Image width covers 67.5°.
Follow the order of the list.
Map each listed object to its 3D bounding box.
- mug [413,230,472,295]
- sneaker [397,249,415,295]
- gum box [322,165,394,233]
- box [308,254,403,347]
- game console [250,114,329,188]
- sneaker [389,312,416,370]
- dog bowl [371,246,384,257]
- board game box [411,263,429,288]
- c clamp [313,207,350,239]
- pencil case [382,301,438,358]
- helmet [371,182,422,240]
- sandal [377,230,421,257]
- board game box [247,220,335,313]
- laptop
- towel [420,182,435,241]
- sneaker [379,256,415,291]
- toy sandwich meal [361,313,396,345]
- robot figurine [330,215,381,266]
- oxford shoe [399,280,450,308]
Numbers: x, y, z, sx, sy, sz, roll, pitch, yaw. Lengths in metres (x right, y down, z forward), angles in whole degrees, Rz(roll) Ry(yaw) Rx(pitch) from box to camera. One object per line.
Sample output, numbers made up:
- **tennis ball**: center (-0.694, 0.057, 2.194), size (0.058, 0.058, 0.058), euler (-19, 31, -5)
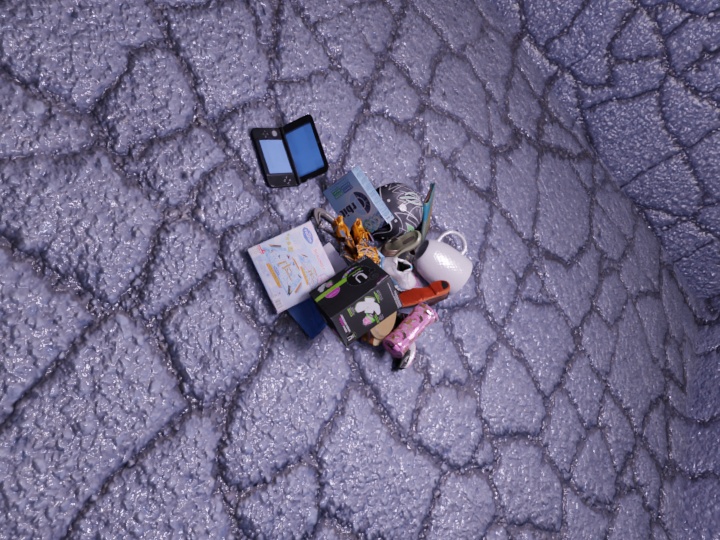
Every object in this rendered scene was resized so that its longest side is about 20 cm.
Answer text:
- **mug**: center (0.285, -0.043, 1.848), size (0.175, 0.148, 0.201), euler (34, 91, -18)
- **sneaker**: center (0.141, 0.001, 1.805), size (0.075, 0.106, 0.201), euler (3, 70, -56)
- **gum box**: center (-0.009, -0.212, 1.736), size (0.045, 0.170, 0.201), euler (-41, 99, -40)
- **box**: center (-0.013, 0.081, 1.493), size (0.199, 0.148, 0.125), euler (-34, 129, -12)
- **game console**: center (-0.219, -0.372, 1.665), size (0.170, 0.118, 0.201), euler (-13, 80, -42)
- **sneaker**: center (0.128, 0.226, 1.747), size (0.086, 0.080, 0.201), euler (21, 53, -15)
- **dog bowl**: center (0.000, 0.000, 1.690), size (0.050, 0.111, 0.200), euler (55, 47, -25)
- **board game box**: center (0.217, 0.002, 1.921), size (0.199, 0.040, 0.154), euler (-1, 73, -39)
- **c clamp**: center (-0.072, -0.119, 1.702), size (0.200, 0.027, 0.171), euler (37, 29, -16)
- **pencil case**: center (0.156, 0.186, 1.682), size (0.083, 0.087, 0.200), euler (35, 60, 25)
- **helmet**: center (0.116, -0.202, 1.815), size (0.199, 0.190, 0.201), euler (20, 56, -34)
- **sandal**: center (0.106, -0.078, 1.775), size (0.057, 0.200, 0.080), euler (40, 21, -51)
- **board game box**: center (-0.190, -0.009, 1.534), size (0.198, 0.041, 0.201), euler (-25, 89, -13)
- **laptop**: center (-0.115, 0.058, 1.572), size (0.188, 0.200, 0.116), euler (51, 16, -5)
- **towel**: center (0.236, -0.195, 1.926), size (0.022, 0.201, 0.147), euler (13, 42, 11)
- **sneaker**: center (0.134, 0.009, 1.694), size (0.200, 0.086, 0.076), euler (29, 55, -50)
- **toy sandwich meal**: center (0.048, 0.125, 1.668), size (0.205, 0.070, 0.207), euler (3, 87, -61)
- **robot figurine**: center (-0.012, -0.081, 1.623), size (0.144, 0.058, 0.201), euler (5, 39, -32)
- **oxford shoe**: center (0.205, 0.097, 1.782), size (0.199, 0.073, 0.071), euler (-15, 43, -7)
